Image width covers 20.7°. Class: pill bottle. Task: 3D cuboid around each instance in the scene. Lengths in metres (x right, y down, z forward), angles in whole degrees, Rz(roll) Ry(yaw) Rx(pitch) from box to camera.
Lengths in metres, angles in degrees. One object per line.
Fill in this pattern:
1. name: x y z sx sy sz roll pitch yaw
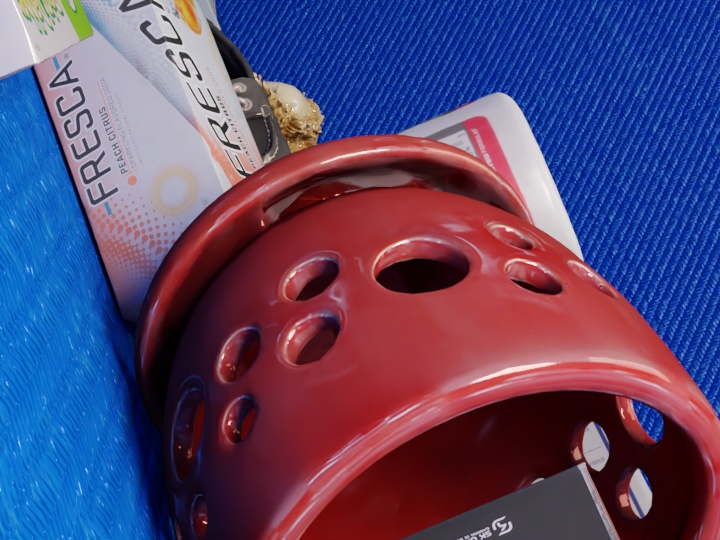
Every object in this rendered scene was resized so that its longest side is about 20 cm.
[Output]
1. pill bottle: 0.000 0.000 0.956 0.111 0.200 0.111 -22 90 -89

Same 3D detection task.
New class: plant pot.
1. plant pot: 0.014 0.058 0.759 0.183 0.200 0.201 58 -6 44

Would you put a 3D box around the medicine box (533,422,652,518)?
1. medicine box: 0.047 0.139 0.912 0.200 0.182 0.103 -110 178 -58

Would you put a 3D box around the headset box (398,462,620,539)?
1. headset box: 0.031 0.156 0.645 0.200 0.149 0.077 66 1 -51

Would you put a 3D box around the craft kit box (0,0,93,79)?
1. craft kit box: -0.156 -0.159 0.678 0.200 0.048 0.198 -107 177 -80

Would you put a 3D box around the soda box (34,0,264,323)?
1. soda box: -0.096 -0.072 0.890 0.064 0.068 0.200 24 40 -64

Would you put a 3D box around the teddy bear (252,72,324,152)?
1. teddy bear: -0.068 -0.037 1.139 0.145 0.067 0.200 37 -38 18

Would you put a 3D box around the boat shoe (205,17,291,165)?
1. boat shoe: -0.083 -0.084 0.985 0.200 0.067 0.057 -128 -153 -64

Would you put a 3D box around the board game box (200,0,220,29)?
1. board game box: -0.185 -0.294 1.654 0.148 0.064 0.200 -107 173 -71
